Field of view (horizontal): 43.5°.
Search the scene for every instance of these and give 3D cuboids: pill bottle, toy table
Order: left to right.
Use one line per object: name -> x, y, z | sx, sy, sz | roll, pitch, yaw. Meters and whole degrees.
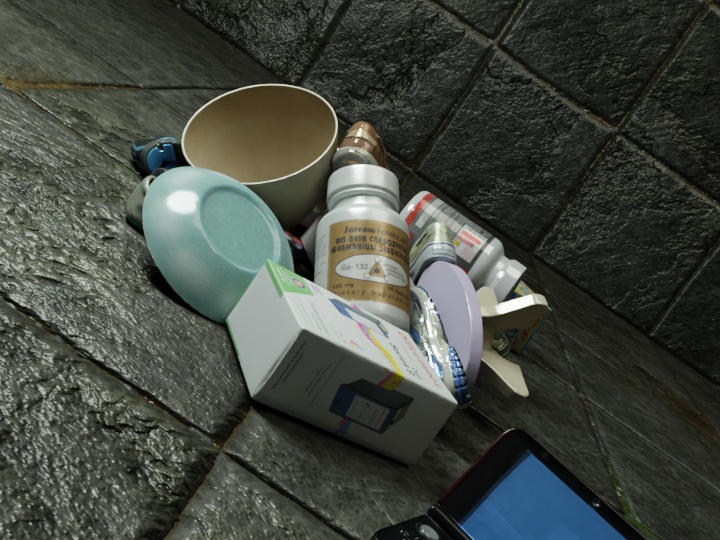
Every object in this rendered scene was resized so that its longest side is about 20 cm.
pill bottle -> 0.002, -0.016, 1.068 | 0.114, 0.114, 0.203 | 23, 57, -39
pill bottle -> 0.145, -0.021, 1.369 | 0.199, 0.117, 0.116 | 35, 13, 13
toy table -> 0.147, 0.088, 1.182 | 0.116, 0.184, 0.202 | 16, 53, -26

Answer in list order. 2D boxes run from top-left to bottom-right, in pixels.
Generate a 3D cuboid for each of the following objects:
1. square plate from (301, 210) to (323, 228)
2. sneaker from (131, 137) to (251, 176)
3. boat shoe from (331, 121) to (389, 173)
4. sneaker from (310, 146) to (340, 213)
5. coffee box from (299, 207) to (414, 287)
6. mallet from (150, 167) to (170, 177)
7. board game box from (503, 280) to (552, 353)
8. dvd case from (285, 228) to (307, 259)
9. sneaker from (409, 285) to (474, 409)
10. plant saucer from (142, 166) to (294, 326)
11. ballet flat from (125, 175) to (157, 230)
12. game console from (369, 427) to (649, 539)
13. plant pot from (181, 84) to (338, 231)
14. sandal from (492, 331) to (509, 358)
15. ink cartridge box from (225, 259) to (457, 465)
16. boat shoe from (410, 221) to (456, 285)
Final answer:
square plate -> -0.077, -0.079, 1.410 | 0.199, 0.029, 0.198 | 29, 1, -30
sneaker -> -0.221, -0.154, 1.253 | 0.198, 0.074, 0.082 | 8, 12, -41
boat shoe -> 0.009, -0.122, 1.182 | 0.075, 0.073, 0.200 | 13, -21, 7
sneaker -> -0.032, -0.143, 1.307 | 0.070, 0.076, 0.200 | 28, -19, 3
coffee box -> 0.000, 0.000, 1.249 | 0.114, 0.080, 0.201 | 34, 15, -32
mallet -> -0.188, -0.053, 1.123 | 0.200, 0.041, 0.066 | 46, 14, 23
board game box -> 0.227, 0.055, 1.609 | 0.199, 0.105, 0.103 | 23, 17, -39
dvd case -> -0.150, -0.063, 1.272 | 0.145, 0.022, 0.200 | 37, 12, 8
sneaker -> 0.065, 0.093, 1.084 | 0.201, 0.084, 0.078 | -111, 180, -53
plant saucer -> -0.138, -0.035, 0.970 | 0.200, 0.039, 0.203 | 30, 42, -31
ballet flat -> -0.174, -0.035, 1.018 | 0.199, 0.064, 0.067 | 35, 15, 0
game console -> 0.135, 0.234, 0.714 | 0.200, 0.119, 0.172 | 41, 14, 26
plant pot -> -0.122, -0.128, 1.178 | 0.200, 0.199, 0.135 | 44, -27, 36
sandal -> 0.162, 0.106, 1.371 | 0.201, 0.079, 0.058 | -133, -155, -65
ink cartridge box -> -0.020, 0.092, 0.900 | 0.199, 0.088, 0.146 | 31, 13, -29
boat shoe -> 0.092, 0.002, 1.301 | 0.071, 0.200, 0.063 | 13, 60, -14
